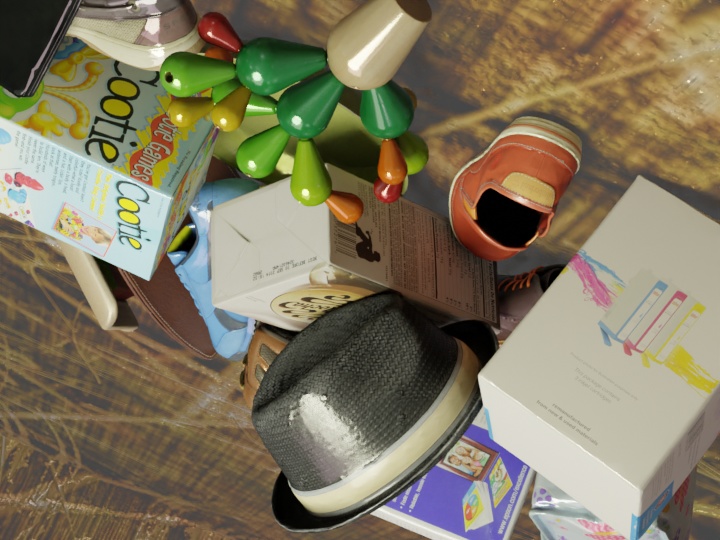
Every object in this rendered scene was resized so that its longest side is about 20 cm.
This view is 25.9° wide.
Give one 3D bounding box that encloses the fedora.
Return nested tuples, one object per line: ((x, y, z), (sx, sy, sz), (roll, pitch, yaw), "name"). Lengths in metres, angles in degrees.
((-0.004, 0.084, 1.078), (0.092, 0.201, 0.200), (47, 153, -19), "fedora")

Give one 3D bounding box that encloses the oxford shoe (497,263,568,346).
((0.132, 0.020, 1.204), (0.200, 0.071, 0.073), (9, 136, 27), "oxford shoe")

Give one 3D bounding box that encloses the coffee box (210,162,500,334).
((0.000, 0.000, 1.145), (0.113, 0.080, 0.200), (-18, 154, 36), "coffee box")

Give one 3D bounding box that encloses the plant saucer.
((-0.054, -0.108, 1.111), (0.200, 0.031, 0.200), (21, 162, 7), "plant saucer")

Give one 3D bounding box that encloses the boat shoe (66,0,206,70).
((-0.186, -0.187, 1.008), (0.200, 0.072, 0.065), (23, 141, 27), "boat shoe")

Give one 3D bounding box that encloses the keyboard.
((-0.205, -0.202, 0.955), (0.104, 0.040, 0.200), (36, 131, -5), "keyboard")

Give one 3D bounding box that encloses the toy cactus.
((-0.018, -0.115, 0.953), (0.200, 0.102, 0.165), (26, 131, -28), "toy cactus")

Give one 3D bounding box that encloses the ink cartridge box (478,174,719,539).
((0.189, 0.049, 1.022), (0.125, 0.200, 0.129), (35, 165, 21), "ink cartridge box")

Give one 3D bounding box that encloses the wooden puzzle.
((-0.239, -0.035, 1.334), (0.185, 0.037, 0.200), (62, 174, 2), "wooden puzzle")

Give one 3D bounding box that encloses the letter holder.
((-0.168, -0.029, 1.280), (0.100, 0.142, 0.200), (15, 160, 25), "letter holder")

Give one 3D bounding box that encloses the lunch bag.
((0.213, 0.158, 1.273), (0.127, 0.170, 0.200), (1, 155, 23), "lunch bag")

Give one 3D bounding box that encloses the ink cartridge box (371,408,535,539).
((0.061, 0.122, 1.334), (0.200, 0.198, 0.043), (22, 158, 6), "ink cartridge box")

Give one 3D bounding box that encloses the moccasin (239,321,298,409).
((-0.056, 0.077, 1.239), (0.074, 0.078, 0.201), (25, -174, -2), "moccasin")

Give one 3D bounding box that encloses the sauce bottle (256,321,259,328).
((-0.024, 0.072, 1.506), (0.200, 0.066, 0.066), (13, 158, 34), "sauce bottle")

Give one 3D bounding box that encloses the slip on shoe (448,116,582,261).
((0.097, -0.042, 1.066), (0.074, 0.061, 0.200), (23, 162, -3), "slip on shoe")

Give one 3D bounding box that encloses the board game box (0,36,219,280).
((-0.207, -0.098, 1.078), (0.200, 0.103, 0.105), (25, 143, 0), "board game box")

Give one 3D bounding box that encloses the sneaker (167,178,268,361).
((-0.114, -0.001, 1.239), (0.078, 0.066, 0.200), (4, 142, -7), "sneaker")
